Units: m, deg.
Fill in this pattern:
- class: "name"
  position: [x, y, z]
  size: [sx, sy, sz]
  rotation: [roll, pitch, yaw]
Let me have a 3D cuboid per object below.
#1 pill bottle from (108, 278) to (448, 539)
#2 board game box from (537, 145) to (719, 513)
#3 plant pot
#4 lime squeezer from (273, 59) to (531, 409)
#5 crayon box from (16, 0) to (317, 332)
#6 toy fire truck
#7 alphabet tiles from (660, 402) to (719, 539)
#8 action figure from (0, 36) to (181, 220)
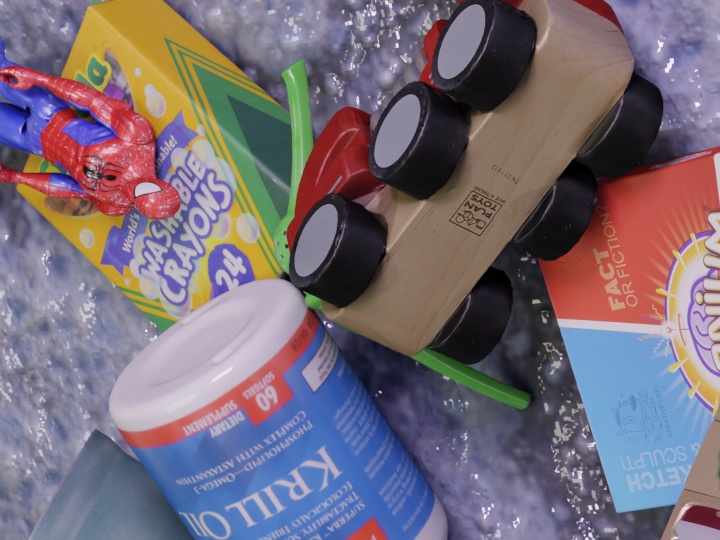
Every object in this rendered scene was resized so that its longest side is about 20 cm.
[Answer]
- class: "pill bottle"
  position: [-0.026, 0.113, 1.322]
  size: [0.112, 0.112, 0.200]
  rotation: [-18, 114, 42]
- class: "board game box"
  position: [0.178, 0.019, 1.185]
  size: [0.200, 0.040, 0.153]
  rotation: [-15, 95, 42]
- class: "plant pot"
  position: [-0.131, 0.203, 1.430]
  size: [0.134, 0.200, 0.201]
  rotation: [29, 126, -1]
- class: "lime squeezer"
  position: [0.000, 0.000, 1.293]
  size: [0.038, 0.071, 0.200]
  rotation: [-36, 89, 42]
- class: "crayon box"
  position: [-0.100, -0.052, 1.391]
  size: [0.200, 0.052, 0.126]
  rotation: [43, 128, 22]
- class: "toy fire truck"
  position: [0.024, -0.087, 1.235]
  size: [0.176, 0.128, 0.200]
  rotation: [-54, 27, 24]
- class: "alphabet tiles"
  position: [0.208, 0.126, 1.088]
  size: [0.200, 0.008, 0.168]
  rotation: [13, 69, 37]
- class: "action figure"
  position: [-0.167, -0.076, 1.375]
  size: [0.200, 0.052, 0.066]
  rotation: [30, 118, 26]
